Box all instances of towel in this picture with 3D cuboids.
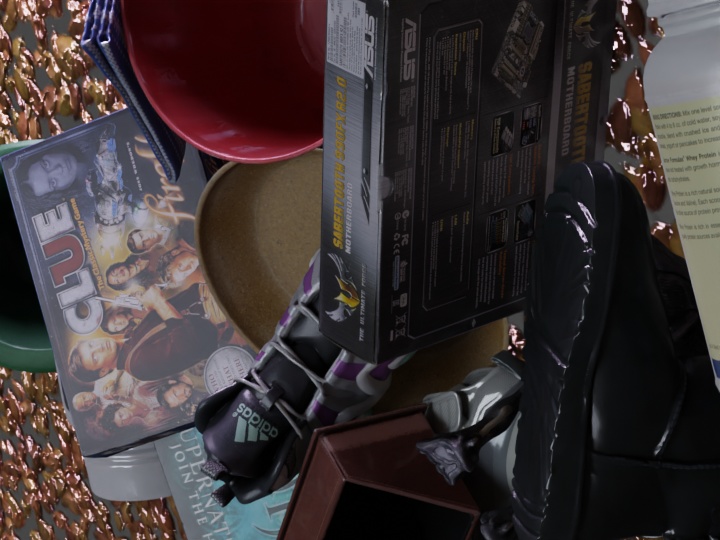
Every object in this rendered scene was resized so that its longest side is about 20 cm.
[{"bbox_3d":[-0.127,-0.172,1.418,0.145,0.024,0.200,63,-155,-56],"label":"towel"}]

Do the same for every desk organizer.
[{"bbox_3d":[-0.001,0.173,1.377,0.077,0.072,0.200,59,147,33],"label":"desk organizer"}]

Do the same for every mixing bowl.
[{"bbox_3d":[-0.023,-0.154,1.316,0.200,0.108,0.200,-2,86,35],"label":"mixing bowl"}]

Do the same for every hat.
[{"bbox_3d":[-0.219,-0.022,1.760,0.200,0.176,0.166,-18,98,15],"label":"hat"}]

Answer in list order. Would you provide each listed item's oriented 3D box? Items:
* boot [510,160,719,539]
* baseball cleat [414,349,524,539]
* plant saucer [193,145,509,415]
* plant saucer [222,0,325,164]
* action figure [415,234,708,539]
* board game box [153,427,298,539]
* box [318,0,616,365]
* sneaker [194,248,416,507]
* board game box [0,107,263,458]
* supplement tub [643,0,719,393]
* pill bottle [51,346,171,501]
[{"bbox_3d":[0.160,0.049,1.132,0.073,0.162,0.198,-138,52,-70],"label":"boot"},{"bbox_3d":[0.066,0.130,1.382,0.106,0.070,0.200,43,126,24],"label":"baseball cleat"},{"bbox_3d":[0.000,0.000,1.387,0.200,0.035,0.200,18,136,19],"label":"plant saucer"},{"bbox_3d":[-0.037,-0.081,1.461,0.200,0.037,0.201,27,125,47],"label":"plant saucer"},{"bbox_3d":[0.125,0.049,1.217,0.119,0.200,0.102,49,-174,-8],"label":"action figure"},{"bbox_3d":[-0.051,0.135,1.515,0.135,0.028,0.200,-20,91,18],"label":"board game box"},{"bbox_3d":[0.055,-0.068,1.227,0.048,0.158,0.200,30,128,43],"label":"box"},{"bbox_3d":[-0.039,0.066,1.334,0.078,0.140,0.200,38,140,18],"label":"sneaker"},{"bbox_3d":[-0.135,0.003,1.498,0.135,0.035,0.200,-20,82,20],"label":"board game box"},{"bbox_3d":[0.204,-0.046,1.036,0.145,0.145,0.200,-7,98,56],"label":"supplement tub"},{"bbox_3d":[-0.149,0.044,1.608,0.114,0.114,0.200,9,112,53],"label":"pill bottle"}]
